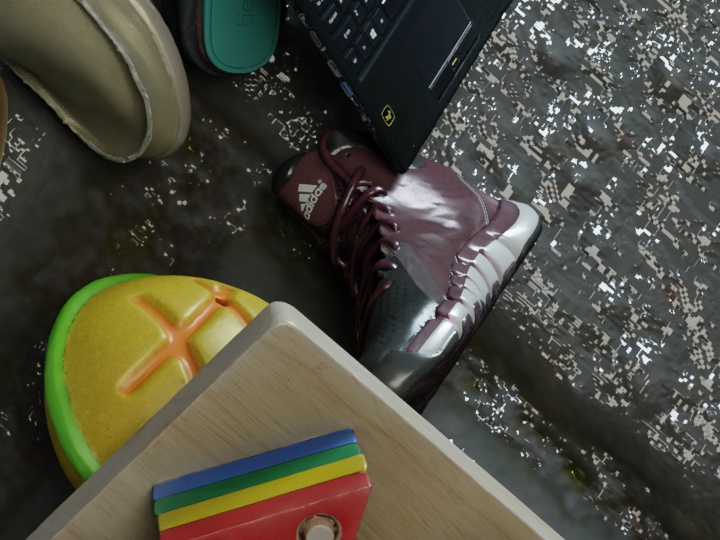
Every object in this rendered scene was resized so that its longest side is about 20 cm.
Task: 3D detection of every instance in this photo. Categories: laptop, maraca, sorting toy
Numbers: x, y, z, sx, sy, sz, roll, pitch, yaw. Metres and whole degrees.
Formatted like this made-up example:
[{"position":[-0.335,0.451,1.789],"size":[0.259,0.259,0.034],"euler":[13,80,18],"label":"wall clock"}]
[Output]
[{"position":[0.038,-0.180,1.134],"size":[0.201,0.103,0.178],"euler":[57,43,-25],"label":"laptop"},{"position":[-0.050,0.074,1.116],"size":[0.199,0.107,0.138],"euler":[26,49,-26],"label":"maraca"},{"position":[-0.029,0.151,1.044],"size":[0.199,0.070,0.200],"euler":[-44,115,12],"label":"sorting toy"}]

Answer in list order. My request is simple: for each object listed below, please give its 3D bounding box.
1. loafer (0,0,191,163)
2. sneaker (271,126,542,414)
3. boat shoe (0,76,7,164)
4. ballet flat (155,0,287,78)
[{"position":[-0.151,-0.121,1.120],"size":[0.200,0.075,0.068],"euler":[53,51,-14],"label":"loafer"},{"position":[0.000,0.000,1.136],"size":[0.115,0.076,0.200],"euler":[34,28,3],"label":"sneaker"},{"position":[-0.200,-0.007,1.104],"size":[0.072,0.065,0.201],"euler":[14,56,-7],"label":"boat shoe"},{"position":[-0.057,-0.188,1.155],"size":[0.072,0.073,0.202],"euler":[4,107,-17],"label":"ballet flat"}]
